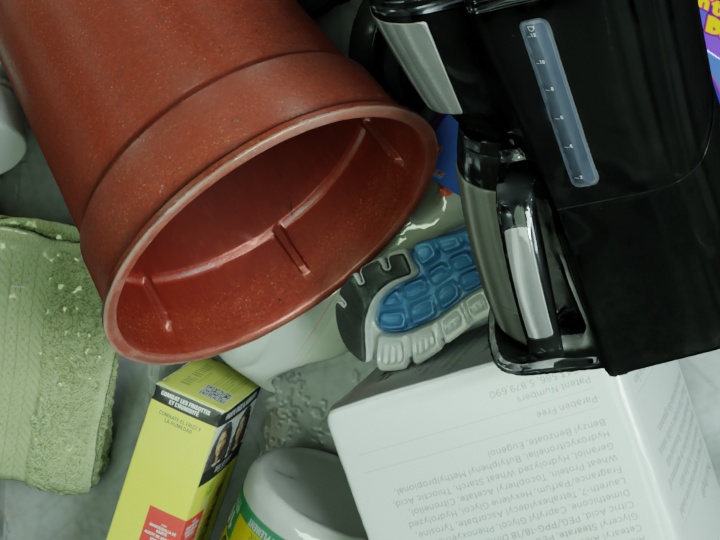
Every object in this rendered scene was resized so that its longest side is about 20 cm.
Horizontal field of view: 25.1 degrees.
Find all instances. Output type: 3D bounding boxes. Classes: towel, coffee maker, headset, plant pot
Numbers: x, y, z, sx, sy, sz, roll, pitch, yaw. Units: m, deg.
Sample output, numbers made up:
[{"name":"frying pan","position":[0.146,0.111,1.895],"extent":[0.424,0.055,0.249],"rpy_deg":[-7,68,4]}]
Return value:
[{"name":"towel","position":[-0.220,0.054,1.013],"extent":[0.147,0.037,0.202],"rpy_deg":[7,120,-11]},{"name":"coffee maker","position":[0.120,-0.073,0.721],"extent":[0.190,0.135,0.201],"rpy_deg":[-21,122,1]},{"name":"headset","position":[0.010,-0.158,0.937],"extent":[0.123,0.094,0.200],"rpy_deg":[43,126,9]},{"name":"plant pot","position":[-0.093,-0.088,0.870],"extent":[0.201,0.200,0.196],"rpy_deg":[-43,66,20]}]

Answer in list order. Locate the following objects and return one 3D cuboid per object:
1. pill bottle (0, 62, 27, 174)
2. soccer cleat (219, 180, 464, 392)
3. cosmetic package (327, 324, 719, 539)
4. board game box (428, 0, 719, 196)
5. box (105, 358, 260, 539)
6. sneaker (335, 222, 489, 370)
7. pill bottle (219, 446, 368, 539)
[{"name":"pill bottle","position":[-0.258,-0.158,0.953],"extent":[0.113,0.114,0.202],"rpy_deg":[-19,72,20]},{"name":"soccer cleat","position":[0.000,0.000,0.971],"extent":[0.199,0.070,0.078],"rpy_deg":[-32,123,12]},{"name":"cosmetic package","position":[0.106,0.129,0.905],"extent":[0.163,0.165,0.202],"rpy_deg":[-17,95,20]},{"name":"board game box","position":[0.124,-0.084,0.844],"extent":[0.134,0.045,0.200],"rpy_deg":[30,148,-6]},{"name":"box","position":[-0.124,0.159,1.031],"extent":[0.050,0.075,0.202],"rpy_deg":[23,106,11]},{"name":"sneaker","position":[0.085,-0.009,0.882],"extent":[0.198,0.087,0.076],"rpy_deg":[-17,95,24]},{"name":"pill bottle","position":[-0.050,0.222,1.000],"extent":[0.112,0.113,0.202],"rpy_deg":[26,108,10]}]
